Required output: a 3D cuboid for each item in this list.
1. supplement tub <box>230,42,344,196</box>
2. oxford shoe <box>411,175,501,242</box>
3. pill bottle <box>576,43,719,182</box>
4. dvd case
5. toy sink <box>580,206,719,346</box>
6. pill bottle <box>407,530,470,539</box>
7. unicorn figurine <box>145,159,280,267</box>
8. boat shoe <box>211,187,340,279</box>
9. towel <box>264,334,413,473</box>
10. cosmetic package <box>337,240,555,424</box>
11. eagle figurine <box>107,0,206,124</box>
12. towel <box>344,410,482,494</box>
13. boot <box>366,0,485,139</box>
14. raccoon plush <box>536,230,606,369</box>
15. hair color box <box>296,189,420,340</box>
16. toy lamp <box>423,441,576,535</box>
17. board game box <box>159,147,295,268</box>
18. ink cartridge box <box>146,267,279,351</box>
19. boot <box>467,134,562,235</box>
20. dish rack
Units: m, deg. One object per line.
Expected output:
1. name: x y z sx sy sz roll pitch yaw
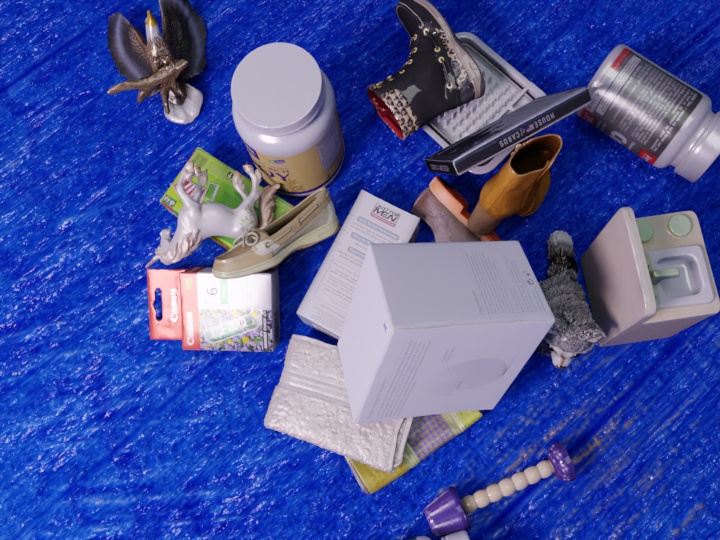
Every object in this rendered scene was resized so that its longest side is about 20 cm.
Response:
1. supplement tub: -0.100 -0.208 0.925 0.141 0.200 0.149 -1 73 5
2. oxford shoe: 0.154 -0.039 0.935 0.073 0.071 0.201 -44 76 20
3. pill bottle: 0.421 -0.221 0.930 0.199 0.114 0.114 39 80 14
4. dvd case: 0.192 -0.187 0.882 0.197 0.150 0.025 -28 103 -3
5. toy sink: 0.368 0.008 0.823 0.109 0.201 0.134 -8 72 3
6. pill bottle: 0.049 0.392 0.783 0.195 0.113 0.116 -18 73 -1
7. unicorn figurine: -0.213 -0.078 0.911 0.194 0.074 0.142 0 84 -1
8. boat shoe: -0.118 -0.049 0.888 0.198 0.073 0.065 -26 111 -24
9. towel: -0.023 0.176 0.871 0.195 0.035 0.136 16 74 10
10. cosmetic package: 0.090 0.075 0.786 0.195 0.202 0.125 -3 51 -19
11. eagle figurine: -0.322 -0.350 1.043 0.149 0.153 0.202 12 33 -31
12. towel: 0.052 0.193 0.888 0.197 0.023 0.145 -31 73 -4
13. boot: 0.074 -0.302 0.965 0.149 0.073 0.202 -34 78 -5
14. raccoon plush: 0.261 0.029 0.859 0.094 0.134 0.205 -7 73 4
15. hair color box: 0.000 0.000 0.929 0.097 0.061 0.203 25 78 11
16. toy lamp: 0.176 0.284 0.835 0.196 0.058 0.059 -21 73 -4
17. board game box: -0.190 -0.089 0.978 0.197 0.048 0.103 31 79 13
18. ink cartridge box: -0.214 0.054 0.917 0.194 0.050 0.112 1 99 5
19. boot: 0.232 -0.132 0.875 0.071 0.145 0.200 46 55 10
20. dish rack: 0.169 -0.252 0.998 0.171 0.044 0.200 -43 75 -7
